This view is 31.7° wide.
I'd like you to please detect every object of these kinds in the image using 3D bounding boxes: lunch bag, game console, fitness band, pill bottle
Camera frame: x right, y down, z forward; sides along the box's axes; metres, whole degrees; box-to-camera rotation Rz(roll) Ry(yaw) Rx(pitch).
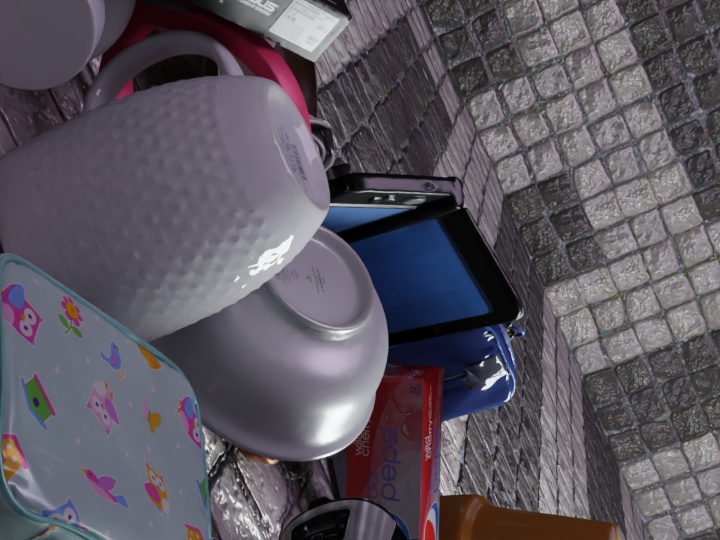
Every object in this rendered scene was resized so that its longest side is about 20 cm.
[{"bbox_3d":[-0.153,0.091,0.661,0.200,0.076,0.162,49,23,-54],"label":"lunch bag"},{"bbox_3d":[0.000,0.000,1.032,0.175,0.199,0.118,-1,80,-42],"label":"game console"},{"bbox_3d":[0.061,0.075,1.230,0.136,0.198,0.133,61,17,-44],"label":"lunch bag"},{"bbox_3d":[-0.113,-0.116,0.901,0.037,0.199,0.145,-25,129,-47],"label":"fitness band"},{"bbox_3d":[-0.200,-0.203,0.830,0.120,0.118,0.201,60,17,-30],"label":"pill bottle"}]

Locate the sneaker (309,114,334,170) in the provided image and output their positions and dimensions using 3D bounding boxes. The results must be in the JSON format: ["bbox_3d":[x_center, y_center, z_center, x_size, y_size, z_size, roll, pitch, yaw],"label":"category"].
[{"bbox_3d":[-0.056,-0.096,1.017,0.200,0.080,0.077,-71,147,-71],"label":"sneaker"}]

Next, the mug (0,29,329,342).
[{"bbox_3d":[-0.120,-0.066,0.810,0.148,0.174,0.202,44,27,-58],"label":"mug"}]

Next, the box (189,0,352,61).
[{"bbox_3d":[-0.110,-0.234,0.826,0.199,0.044,0.161,20,36,-44],"label":"box"}]

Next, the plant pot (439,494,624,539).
[{"bbox_3d":[0.157,0.307,1.191,0.200,0.181,0.203,-9,90,-70],"label":"plant pot"}]

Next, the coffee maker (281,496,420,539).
[{"bbox_3d":[-0.007,0.285,0.867,0.200,0.133,0.194,-69,158,-68],"label":"coffee maker"}]

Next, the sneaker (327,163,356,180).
[{"bbox_3d":[-0.009,-0.054,1.386,0.200,0.087,0.074,48,24,-54],"label":"sneaker"}]

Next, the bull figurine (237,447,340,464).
[{"bbox_3d":[-0.059,0.101,1.024,0.123,0.065,0.200,66,12,7],"label":"bull figurine"}]

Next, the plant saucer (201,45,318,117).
[{"bbox_3d":[-0.089,-0.156,1.107,0.200,0.032,0.203,0,90,-69],"label":"plant saucer"}]

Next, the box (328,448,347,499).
[{"bbox_3d":[0.026,0.228,1.220,0.200,0.032,0.122,47,26,-58],"label":"box"}]

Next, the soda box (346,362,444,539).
[{"bbox_3d":[0.028,0.181,1.059,0.063,0.069,0.203,-17,109,-70],"label":"soda box"}]

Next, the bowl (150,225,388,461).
[{"bbox_3d":[-0.052,0.027,0.916,0.199,0.090,0.203,24,41,-23],"label":"bowl"}]

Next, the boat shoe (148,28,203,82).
[{"bbox_3d":[-0.141,-0.188,1.131,0.201,0.068,0.075,59,15,-51],"label":"boat shoe"}]
